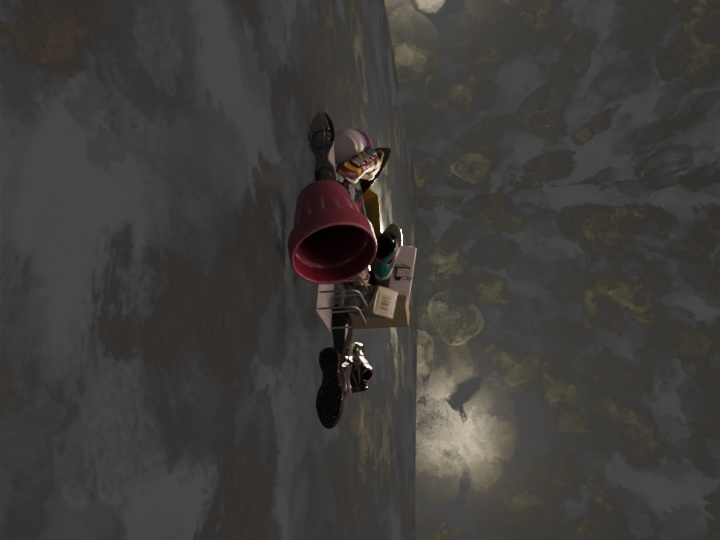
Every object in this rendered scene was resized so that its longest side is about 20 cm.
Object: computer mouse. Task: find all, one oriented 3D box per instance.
[{"bbox_3d":[-0.045,0.197,1.601,0.138,0.052,0.204,-32,118,-76],"label":"computer mouse"}]

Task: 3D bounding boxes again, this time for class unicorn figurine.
[{"bbox_3d":[0.000,0.000,1.676,0.200,0.072,0.140,-32,126,-75],"label":"unicorn figurine"}]

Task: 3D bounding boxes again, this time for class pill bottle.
[{"bbox_3d":[-0.032,-0.371,1.685,0.200,0.110,0.115,-49,134,-73],"label":"pill bottle"}]

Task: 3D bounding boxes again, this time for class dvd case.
[{"bbox_3d":[-0.012,-0.185,1.642,0.146,0.022,0.203,-65,146,-64],"label":"dvd case"}]

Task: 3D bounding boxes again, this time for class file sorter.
[{"bbox_3d":[-0.046,0.041,1.477,0.139,0.122,0.203,65,25,-59],"label":"file sorter"}]

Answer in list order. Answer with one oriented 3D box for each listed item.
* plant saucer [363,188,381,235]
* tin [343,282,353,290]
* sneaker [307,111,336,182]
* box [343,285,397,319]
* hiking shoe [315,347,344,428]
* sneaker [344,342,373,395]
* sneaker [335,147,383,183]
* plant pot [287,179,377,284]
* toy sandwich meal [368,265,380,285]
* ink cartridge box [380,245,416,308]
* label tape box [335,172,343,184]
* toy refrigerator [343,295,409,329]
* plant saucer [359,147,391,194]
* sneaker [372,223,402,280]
[{"bbox_3d":[0.013,-0.170,1.823,0.200,0.048,0.204,-127,-151,-62],"label":"plant saucer"},{"bbox_3d":[-0.027,-0.019,1.791,0.202,0.041,0.113,-78,157,-51],"label":"tin"},{"bbox_3d":[-0.101,-0.320,1.487,0.087,0.073,0.204,-95,-177,-70],"label":"sneaker"},{"bbox_3d":[0.025,0.088,1.570,0.199,0.067,0.084,-5,-110,63],"label":"box"},{"bbox_3d":[-0.065,0.305,1.420,0.101,0.074,0.203,58,29,-59],"label":"hiking shoe"},{"bbox_3d":[0.000,0.306,1.703,0.202,0.085,0.081,-79,163,-52],"label":"sneaker"},{"bbox_3d":[0.000,-0.305,1.569,0.091,0.075,0.200,-57,167,26],"label":"sneaker"},{"bbox_3d":[-0.074,-0.100,1.272,0.201,0.196,0.181,71,4,-52],"label":"plant pot"},{"bbox_3d":[0.034,0.023,1.863,0.205,0.069,0.209,-168,-90,-88],"label":"toy sandwich meal"},{"bbox_3d":[0.114,0.023,1.831,0.145,0.082,0.204,167,-67,-76],"label":"ink cartridge box"},{"bbox_3d":[-0.044,-0.189,1.694,0.144,0.065,0.203,65,26,-60],"label":"label tape box"},{"bbox_3d":[0.050,0.129,1.723,0.070,0.196,0.077,-74,156,-58],"label":"toy refrigerator"},{"bbox_3d":[0.022,-0.316,1.763,0.034,0.200,0.202,36,35,-18],"label":"plant saucer"},{"bbox_3d":[0.079,-0.086,1.679,0.122,0.082,0.203,81,20,-57],"label":"sneaker"}]
